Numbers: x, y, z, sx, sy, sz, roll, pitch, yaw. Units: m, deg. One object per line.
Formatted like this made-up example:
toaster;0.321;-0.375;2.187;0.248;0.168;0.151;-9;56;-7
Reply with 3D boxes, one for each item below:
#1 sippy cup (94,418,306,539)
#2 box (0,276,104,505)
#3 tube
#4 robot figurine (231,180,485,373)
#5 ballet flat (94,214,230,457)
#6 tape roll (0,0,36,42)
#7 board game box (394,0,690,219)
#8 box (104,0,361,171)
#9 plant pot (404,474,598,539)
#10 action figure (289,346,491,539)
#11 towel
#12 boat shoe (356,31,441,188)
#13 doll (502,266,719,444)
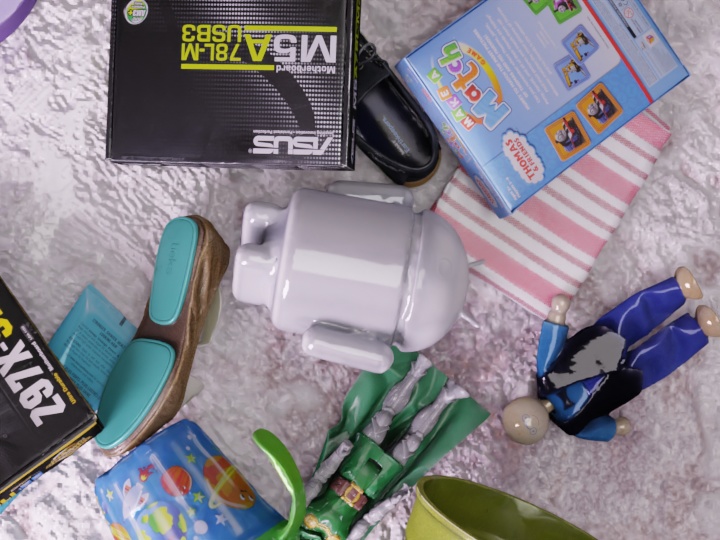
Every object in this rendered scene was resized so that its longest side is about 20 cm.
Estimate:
sippy cup;-0.137;0.193;1.340;0.177;0.140;0.131;-33;84;-18
box;-0.315;0.086;1.318;0.159;0.049;0.201;-35;77;-10
tube;-0.250;0.112;1.359;0.077;0.050;0.200;44;78;-21
robot figurine;0.000;0.000;1.361;0.197;0.113;0.171;10;61;-1
ballet flat;-0.147;0.057;1.366;0.072;0.067;0.202;29;73;-50
tape roll;-0.337;-0.262;1.326;0.197;0.085;0.203;0;90;-9
board game box;0.149;-0.162;1.399;0.199;0.037;0.152;-37;94;-16
box;-0.099;-0.178;1.358;0.197;0.048;0.196;3;87;10
plant pot;0.097;0.293;1.355;0.198;0.200;0.195;23;97;-9
action figure;0.006;0.161;1.399;0.118;0.055;0.201;38;87;-8
towel;0.153;-0.075;1.440;0.146;0.030;0.201;32;87;-8
boat shoe;-0.006;-0.150;1.394;0.075;0.062;0.200;-42;95;-6
doll;0.200;0.075;1.433;0.199;0.048;0.137;-35;106;-4
